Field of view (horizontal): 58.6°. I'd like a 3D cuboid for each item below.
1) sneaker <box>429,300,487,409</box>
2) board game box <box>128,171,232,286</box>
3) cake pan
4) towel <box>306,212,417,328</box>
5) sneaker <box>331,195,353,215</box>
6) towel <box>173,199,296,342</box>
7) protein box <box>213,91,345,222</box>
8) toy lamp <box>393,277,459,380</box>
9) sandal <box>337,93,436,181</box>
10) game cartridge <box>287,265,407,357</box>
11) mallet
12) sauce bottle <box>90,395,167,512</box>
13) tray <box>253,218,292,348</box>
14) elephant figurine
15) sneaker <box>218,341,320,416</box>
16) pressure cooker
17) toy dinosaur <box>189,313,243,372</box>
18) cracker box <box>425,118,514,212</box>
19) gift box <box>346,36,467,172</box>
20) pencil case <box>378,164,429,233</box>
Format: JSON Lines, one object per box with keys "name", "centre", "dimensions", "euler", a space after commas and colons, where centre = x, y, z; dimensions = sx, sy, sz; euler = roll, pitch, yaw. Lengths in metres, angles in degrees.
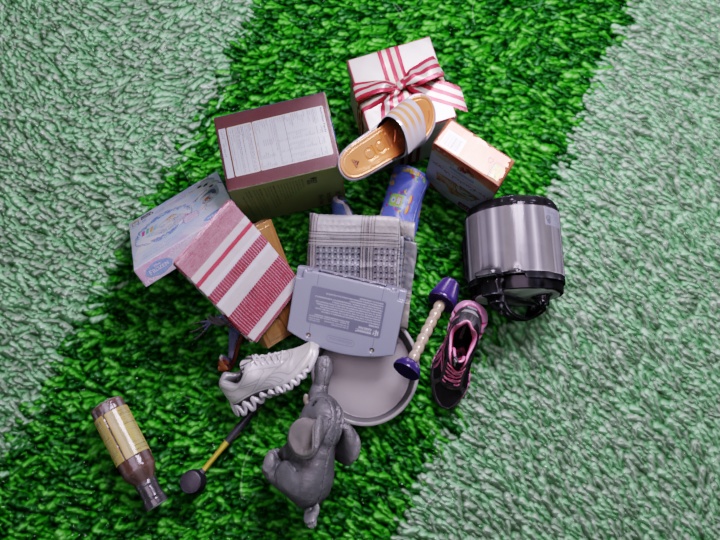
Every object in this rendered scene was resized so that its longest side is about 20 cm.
{"name": "sneaker", "centre": [0.164, 0.156, 1.110], "dimensions": [0.077, 0.095, 0.204], "euler": [14, 107, 9]}
{"name": "board game box", "centre": [-0.318, -0.082, 1.157], "dimensions": [0.198, 0.199, 0.044], "euler": [-32, 123, -4]}
{"name": "cake pan", "centre": [0.008, 0.177, 1.163], "dimensions": [0.195, 0.037, 0.205], "euler": [0, 78, 1]}
{"name": "towel", "centre": [0.000, 0.000, 1.135], "dimensions": [0.195, 0.035, 0.197], "euler": [4, 96, 5]}
{"name": "sneaker", "centre": [-0.035, -0.038, 1.185], "dimensions": [0.075, 0.076, 0.205], "euler": [-9, 83, 2]}
{"name": "towel", "centre": [-0.201, 0.004, 1.080], "dimensions": [0.145, 0.023, 0.201], "euler": [-51, 120, -22]}
{"name": "protein box", "centre": [-0.138, -0.197, 1.161], "dimensions": [0.195, 0.199, 0.138], "euler": [-13, 79, -2]}
{"name": "toy lamp", "centre": [0.123, 0.098, 1.147], "dimensions": [0.057, 0.059, 0.202], "euler": [30, 62, 7]}
{"name": "sandal", "centre": [0.055, -0.216, 1.057], "dimensions": [0.206, 0.059, 0.080], "euler": [-40, 103, -14]}
{"name": "game cartridge", "centre": [-0.026, 0.077, 1.121], "dimensions": [0.195, 0.040, 0.136], "euler": [13, 98, 5]}
{"name": "mallet", "centre": [-0.242, 0.313, 1.144], "dimensions": [0.041, 0.066, 0.200], "euler": [38, 67, 7]}
{"name": "sauce bottle", "centre": [-0.403, 0.323, 1.126], "dimensions": [0.064, 0.065, 0.202], "euler": [-29, 79, -5]}
{"name": "tray", "centre": [-0.167, 0.023, 1.136], "dimensions": [0.098, 0.037, 0.204], "euler": [-30, 110, -28]}
{"name": "elephant figurine", "centre": [-0.071, 0.276, 1.065], "dimensions": [0.154, 0.141, 0.202], "euler": [34, 105, 9]}
{"name": "sneaker", "centre": [-0.159, 0.175, 1.114], "dimensions": [0.198, 0.075, 0.082], "euler": [-32, 107, 12]}
{"name": "pressure cooker", "centre": [0.269, -0.013, 1.127], "dimensions": [0.171, 0.179, 0.205], "euler": [-1, 77, -2]}
{"name": "toy dinosaur", "centre": [-0.216, 0.085, 1.163], "dimensions": [0.195, 0.105, 0.186], "euler": [-9, 94, -10]}
{"name": "cracker box", "centre": [0.188, -0.174, 1.150], "dimensions": [0.133, 0.200, 0.058], "euler": [35, 82, 8]}
{"name": "gift box", "centre": [0.083, -0.293, 1.185], "dimensions": [0.181, 0.187, 0.204], "euler": [-21, 77, -3]}
{"name": "pencil case", "centre": [0.074, -0.093, 1.196], "dimensions": [0.085, 0.078, 0.204], "euler": [9, 77, 33]}
